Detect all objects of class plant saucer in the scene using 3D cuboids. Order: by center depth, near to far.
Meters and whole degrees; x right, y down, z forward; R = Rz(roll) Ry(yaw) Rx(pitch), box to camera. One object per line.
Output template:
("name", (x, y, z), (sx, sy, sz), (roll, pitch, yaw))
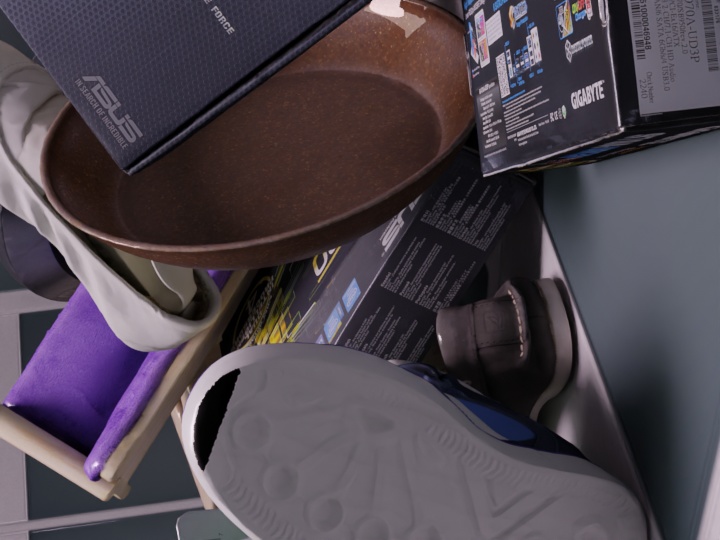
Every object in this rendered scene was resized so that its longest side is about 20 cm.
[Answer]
("plant saucer", (-0.039, -0.058, 0.750), (0.200, 0.200, 0.037), (-107, 1, -53))

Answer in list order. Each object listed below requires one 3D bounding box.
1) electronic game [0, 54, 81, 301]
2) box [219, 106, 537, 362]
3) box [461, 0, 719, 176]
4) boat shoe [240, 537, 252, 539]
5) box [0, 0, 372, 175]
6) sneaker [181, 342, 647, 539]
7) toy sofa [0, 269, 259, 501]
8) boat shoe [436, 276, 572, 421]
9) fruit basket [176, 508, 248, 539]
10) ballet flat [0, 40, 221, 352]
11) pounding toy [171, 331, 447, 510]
("electronic game", (-0.136, -0.075, 0.973), (0.200, 0.042, 0.200), (-45, -31, -36))
("box", (0.000, 0.000, 0.843), (0.200, 0.049, 0.161), (-58, 22, 18))
("box", (0.070, -0.116, 0.566), (0.200, 0.046, 0.159), (171, 92, -83))
("boat shoe", (0.024, 0.153, 0.672), (0.069, 0.200, 0.057), (-70, 22, 5))
("box", (-0.086, -0.161, 0.662), (0.200, 0.158, 0.051), (54, -158, -7))
("sneaker", (0.001, 0.070, 0.669), (0.146, 0.200, 0.081), (22, 91, 63))
("toy sofa", (-0.115, 0.020, 0.928), (0.200, 0.083, 0.098), (-58, -5, -10))
("boat shoe", (0.054, 0.062, 0.809), (0.200, 0.057, 0.067), (97, 165, -61))
("fruit basket", (0.016, 0.195, 0.752), (0.094, 0.185, 0.200), (162, 103, -66))
("ballet flat", (-0.131, -0.041, 0.817), (0.200, 0.069, 0.069), (54, -173, -27))
("pounding toy", (-0.028, 0.036, 1.049), (0.200, 0.184, 0.142), (100, 150, -65))
